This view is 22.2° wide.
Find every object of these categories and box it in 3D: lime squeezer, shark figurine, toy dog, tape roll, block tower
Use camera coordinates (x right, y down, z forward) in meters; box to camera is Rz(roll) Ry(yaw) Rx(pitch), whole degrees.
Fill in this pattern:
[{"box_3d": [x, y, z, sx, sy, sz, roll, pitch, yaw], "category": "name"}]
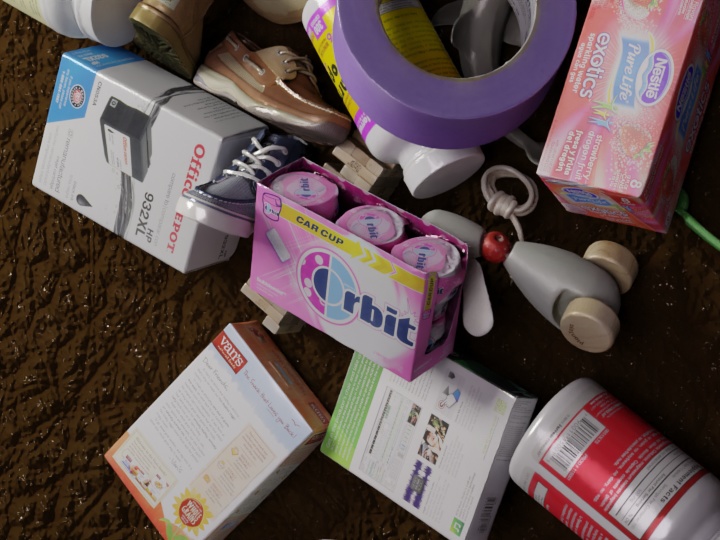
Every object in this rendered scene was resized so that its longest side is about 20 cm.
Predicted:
[{"box_3d": [0.272, -0.080, 1.565, 0.070, 0.038, 0.201, -19, 81, -6], "category": "lime squeezer"}, {"box_3d": [0.112, -0.183, 1.609, 0.127, 0.089, 0.216, -12, 84, 28], "category": "shark figurine"}, {"box_3d": [0.147, 0.013, 1.593, 0.200, 0.132, 0.097, 38, 146, 25], "category": "toy dog"}, {"box_3d": [0.077, -0.209, 1.535, 0.198, 0.085, 0.202, 1, 76, -4], "category": "tape roll"}, {"box_3d": [-0.035, -0.036, 1.703, 0.058, 0.054, 0.201, 39, 107, 21], "category": "block tower"}]

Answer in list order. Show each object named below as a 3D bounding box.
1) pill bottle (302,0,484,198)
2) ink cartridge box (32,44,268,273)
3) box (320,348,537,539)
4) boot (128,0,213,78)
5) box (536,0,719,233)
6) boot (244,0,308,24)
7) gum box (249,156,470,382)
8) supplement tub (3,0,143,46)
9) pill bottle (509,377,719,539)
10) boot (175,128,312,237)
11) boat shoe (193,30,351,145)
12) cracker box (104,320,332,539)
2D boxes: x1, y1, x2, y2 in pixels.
[{"box_3d": [0.034, -0.168, 1.633, 0.104, 0.104, 0.201, -34, 73, 23], "category": "pill bottle"}, {"box_3d": [-0.203, -0.109, 1.756, 0.199, 0.084, 0.146, 29, 115, 23], "category": "ink cartridge box"}, {"box_3d": [0.058, 0.138, 1.638, 0.199, 0.036, 0.145, 30, 105, 41], "category": "box"}, {"box_3d": [-0.134, -0.287, 1.725, 0.066, 0.175, 0.201, 33, 83, 0], "category": "boot"}, {"box_3d": [0.228, -0.147, 1.512, 0.094, 0.103, 0.201, 14, 79, 26], "category": "box"}, {"box_3d": [-0.034, -0.315, 1.685, 0.071, 0.201, 0.145, 34, 68, -13], "category": "boot"}, {"box_3d": [0.000, 0.000, 1.587, 0.199, 0.066, 0.114, 29, 131, 28], "category": "gum box"}, {"box_3d": [-0.293, -0.314, 1.776, 0.199, 0.145, 0.146, 30, 104, 23], "category": "supplement tub"}, {"box_3d": [0.232, 0.191, 1.541, 0.200, 0.112, 0.113, 39, 107, 20], "category": "pill bottle"}, {"box_3d": [-0.103, -0.084, 1.656, 0.072, 0.200, 0.091, 22, 98, 13], "category": "boot"}, {"box_3d": [-0.078, -0.174, 1.693, 0.199, 0.076, 0.072, 29, 94, 40], "category": "boat shoe"}, {"box_3d": [-0.135, 0.163, 1.756, 0.200, 0.058, 0.134, -45, 73, 21], "category": "cracker box"}]
